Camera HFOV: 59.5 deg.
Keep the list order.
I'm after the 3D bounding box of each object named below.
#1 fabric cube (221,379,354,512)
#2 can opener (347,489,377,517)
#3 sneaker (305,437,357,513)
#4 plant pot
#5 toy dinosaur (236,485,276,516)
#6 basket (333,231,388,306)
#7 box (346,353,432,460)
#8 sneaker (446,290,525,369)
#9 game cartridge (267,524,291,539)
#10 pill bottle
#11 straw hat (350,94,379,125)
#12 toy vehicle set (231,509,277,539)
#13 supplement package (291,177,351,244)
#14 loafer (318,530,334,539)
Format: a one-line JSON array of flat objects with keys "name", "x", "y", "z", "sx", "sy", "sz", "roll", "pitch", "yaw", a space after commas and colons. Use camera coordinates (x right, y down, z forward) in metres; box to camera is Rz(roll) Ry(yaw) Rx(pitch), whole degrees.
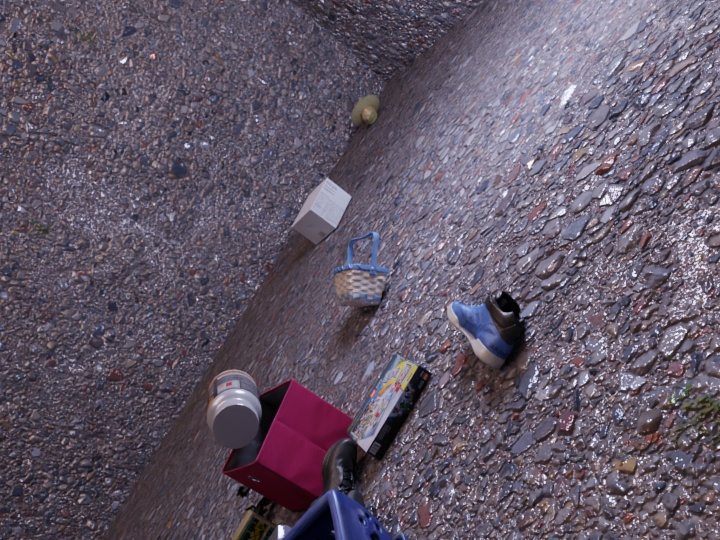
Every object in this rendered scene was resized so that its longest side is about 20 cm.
[{"name": "fabric cube", "x": -0.148, "y": 0.389, "z": 1.376, "sx": 0.196, "sy": 0.199, "sz": 0.201, "roll": -32, "pitch": 27, "yaw": 51}, {"name": "can opener", "x": 0.004, "y": 0.460, "z": 1.055, "sx": 0.053, "sy": 0.066, "sz": 0.200, "roll": -52, "pitch": 22, "yaw": 13}, {"name": "sneaker", "x": -0.039, "y": 0.430, "z": 1.237, "sx": 0.090, "sy": 0.076, "sz": 0.202, "roll": -20, "pitch": 47, "yaw": 52}, {"name": "plant pot", "x": -0.016, "y": 0.460, "z": 0.856, "sx": 0.200, "sy": 0.179, "sz": 0.201, "roll": -50, "pitch": 28, "yaw": 16}, {"name": "toy dinosaur", "x": -0.224, "y": 0.532, "z": 1.543, "sx": 0.135, "sy": 0.102, "sz": 0.200, "roll": -38, "pitch": -11, "yaw": -35}, {"name": "basket", "x": 0.000, "y": 0.000, "z": 1.792, "sx": 0.176, "sy": 0.138, "sz": 0.203, "roll": 167, "pitch": 106, "yaw": -66}, {"name": "box", "x": 0.056, "y": 0.276, "z": 1.304, "sx": 0.201, "sy": 0.038, "sz": 0.136, "roll": -57, "pitch": 16, "yaw": -7}, {"name": "sneaker", "x": 0.229, "y": 0.080, "z": 1.129, "sx": 0.112, "sy": 0.076, "sz": 0.200, "roll": -57, "pitch": 20, "yaw": 13}, {"name": "game cartridge", "x": -0.162, "y": 0.595, "z": 1.180, "sx": 0.134, "sy": 0.040, "sz": 0.202, "roll": 113, "pitch": 164, "yaw": -46}, {"name": "pill bottle", "x": -0.271, "y": 0.296, "z": 1.349, "sx": 0.117, "sy": 0.116, "sz": 0.200, "roll": -54, "pitch": 15, "yaw": -1}, {"name": "straw hat", "x": 0.047, "y": -0.861, "z": 3.479, "sx": 0.201, "sy": 0.200, "sz": 0.085, "roll": -48, "pitch": 61, "yaw": 21}, {"name": "toy vehicle set", "x": -0.229, "y": 0.614, "z": 1.290, "sx": 0.201, "sy": 0.124, "sz": 0.026, "roll": -59, "pitch": 17, "yaw": -14}, {"name": "supplement package", "x": -0.174, "y": -0.264, "z": 2.823, "sx": 0.191, "sy": 0.146, "sz": 0.201, "roll": -33, "pitch": 27, "yaw": 52}, {"name": "loafer", "x": -0.088, "y": 0.528, "z": 1.156, "sx": 0.200, "sy": 0.067, "sz": 0.076, "roll": -49, "pitch": 17, "yaw": 29}]
